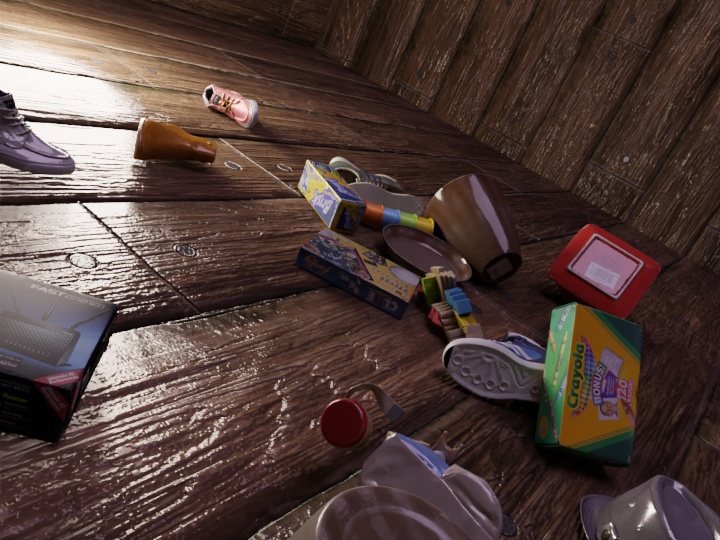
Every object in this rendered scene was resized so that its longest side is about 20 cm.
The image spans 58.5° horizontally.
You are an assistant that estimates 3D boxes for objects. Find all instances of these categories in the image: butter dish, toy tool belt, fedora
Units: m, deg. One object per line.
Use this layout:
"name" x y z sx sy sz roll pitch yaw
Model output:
"butter dish" 0.552 0.028 1.501 0.200 0.148 0.199 36 65 21
"toy tool belt" 0.050 0.208 0.624 0.200 0.125 0.123 40 -5 25
"fedora" 0.349 0.301 0.730 0.176 0.091 0.200 28 22 5

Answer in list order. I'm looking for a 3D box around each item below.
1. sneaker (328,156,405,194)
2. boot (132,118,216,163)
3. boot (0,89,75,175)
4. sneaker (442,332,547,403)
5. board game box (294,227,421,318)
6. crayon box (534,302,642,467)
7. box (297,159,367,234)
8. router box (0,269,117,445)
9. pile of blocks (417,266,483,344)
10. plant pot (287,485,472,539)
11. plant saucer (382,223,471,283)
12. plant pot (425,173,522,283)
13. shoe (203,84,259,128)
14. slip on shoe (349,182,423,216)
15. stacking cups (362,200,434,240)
"sneaker" 0.008 -0.200 1.529 0.200 0.067 0.090 25 30 -1
"boot" -0.344 -0.235 1.213 0.144 0.071 0.201 16 19 -16
"boot" -0.518 -0.211 0.946 0.199 0.096 0.074 15 24 -24
"sneaker" 0.209 0.136 0.987 0.199 0.081 0.146 16 12 -7
"board game box" 0.000 0.000 1.105 0.199 0.035 0.136 28 22 5
"crayon box" 0.320 0.159 0.897 0.118 0.201 0.058 19 -19 -15
"box" -0.062 -0.155 1.336 0.064 0.070 0.200 8 28 -32
"router box" -0.338 0.060 0.576 0.199 0.062 0.150 19 22 -15
"pile of blocks" 0.135 0.054 1.070 0.062 0.082 0.200 -13 30 -11
"plant pot" -0.006 0.237 0.392 0.199 0.174 0.200 21 24 -10
"plant saucer" 0.129 -0.027 1.297 0.200 0.032 0.200 21 26 -11
"plant pot" 0.263 -0.074 1.398 0.186 0.187 0.200 10 41 -33
"shoe" -0.335 -0.422 1.648 0.091 0.072 0.200 7 23 -36
"slip on shoe" 0.046 -0.153 1.471 0.199 0.074 0.061 7 -7 -25
"stacking cups" 0.059 -0.110 1.383 0.199 0.061 0.061 15 24 -19
